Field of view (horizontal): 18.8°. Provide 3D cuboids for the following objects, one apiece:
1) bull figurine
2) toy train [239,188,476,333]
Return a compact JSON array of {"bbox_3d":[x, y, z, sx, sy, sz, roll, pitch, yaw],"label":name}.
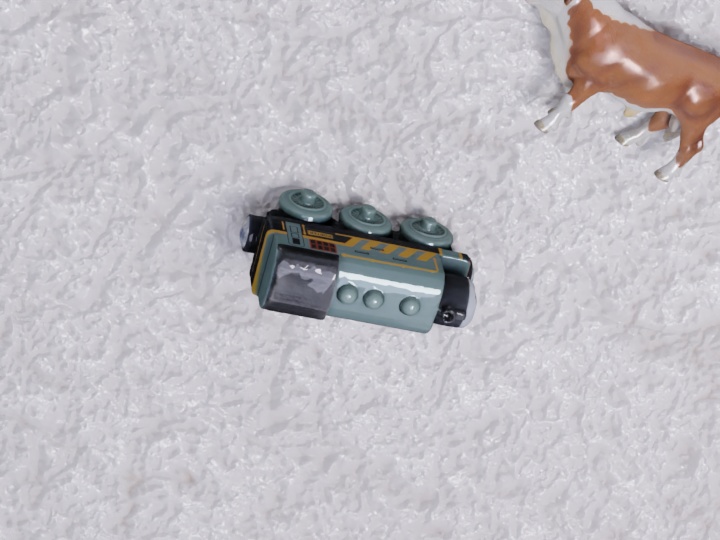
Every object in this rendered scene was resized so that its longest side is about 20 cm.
[{"bbox_3d":[0.205,-0.156,1.723,0.199,0.065,0.122,23,117,-15],"label":"bull figurine"},{"bbox_3d":[0.000,0.000,1.752,0.198,0.114,0.086,12,117,-13],"label":"toy train"}]
